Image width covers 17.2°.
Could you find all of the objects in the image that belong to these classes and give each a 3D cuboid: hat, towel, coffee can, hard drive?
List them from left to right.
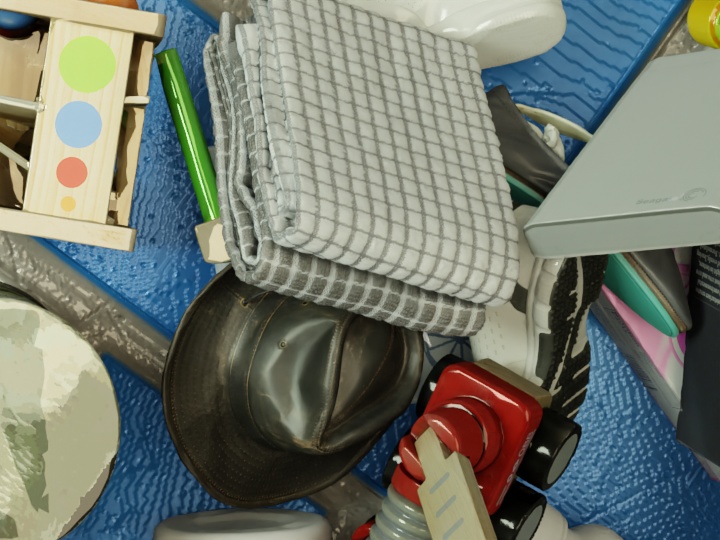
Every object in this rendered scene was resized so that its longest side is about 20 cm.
[{"bbox_3d":[-0.224,0.082,1.391,0.146,0.200,0.147,-1,93,-13],"label":"coffee can"},{"bbox_3d":[-0.016,0.062,1.430,0.200,0.081,0.202,-15,115,-36],"label":"hat"},{"bbox_3d":[-0.005,-0.063,1.398,0.165,0.086,0.201,15,46,-30],"label":"towel"},{"bbox_3d":[0.195,-0.075,1.419,0.200,0.131,0.026,-50,125,-45],"label":"hard drive"}]

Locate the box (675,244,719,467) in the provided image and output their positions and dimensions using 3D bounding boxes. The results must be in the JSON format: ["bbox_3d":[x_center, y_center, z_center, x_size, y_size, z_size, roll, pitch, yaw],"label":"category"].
[{"bbox_3d":[0.314,0.023,1.474,0.199,0.123,0.199,-1,103,-17],"label":"box"}]

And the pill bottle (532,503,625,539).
[{"bbox_3d":[0.159,0.237,1.535,0.200,0.112,0.112,40,84,-12],"label":"pill bottle"}]

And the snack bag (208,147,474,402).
[{"bbox_3d":[0.000,0.000,1.525,0.199,0.021,0.190,-11,95,-13],"label":"snack bag"}]

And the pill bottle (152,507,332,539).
[{"bbox_3d":[-0.071,0.254,1.480,0.113,0.113,0.201,-2,93,-13],"label":"pill bottle"}]

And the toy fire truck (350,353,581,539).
[{"bbox_3d":[0.043,0.153,1.381,0.128,0.200,0.177,30,104,20],"label":"toy fire truck"}]

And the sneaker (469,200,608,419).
[{"bbox_3d":[0.099,0.041,1.490,0.074,0.080,0.201,-30,140,-43],"label":"sneaker"}]

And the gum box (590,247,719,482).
[{"bbox_3d":[0.228,0.029,1.564,0.113,0.066,0.200,-38,100,-8],"label":"gum box"}]

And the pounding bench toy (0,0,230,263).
[{"bbox_3d":[-0.152,-0.093,1.429,0.199,0.124,0.157,9,91,-8],"label":"pounding bench toy"}]

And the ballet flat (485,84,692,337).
[{"bbox_3d":[0.142,-0.045,1.485,0.200,0.073,0.073,40,83,8],"label":"ballet flat"}]

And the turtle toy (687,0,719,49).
[{"bbox_3d":[0.292,-0.147,1.546,0.101,0.146,0.200,37,85,-33],"label":"turtle toy"}]

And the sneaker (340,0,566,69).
[{"bbox_3d":[0.026,-0.165,1.514,0.199,0.075,0.089,-11,64,0],"label":"sneaker"}]
